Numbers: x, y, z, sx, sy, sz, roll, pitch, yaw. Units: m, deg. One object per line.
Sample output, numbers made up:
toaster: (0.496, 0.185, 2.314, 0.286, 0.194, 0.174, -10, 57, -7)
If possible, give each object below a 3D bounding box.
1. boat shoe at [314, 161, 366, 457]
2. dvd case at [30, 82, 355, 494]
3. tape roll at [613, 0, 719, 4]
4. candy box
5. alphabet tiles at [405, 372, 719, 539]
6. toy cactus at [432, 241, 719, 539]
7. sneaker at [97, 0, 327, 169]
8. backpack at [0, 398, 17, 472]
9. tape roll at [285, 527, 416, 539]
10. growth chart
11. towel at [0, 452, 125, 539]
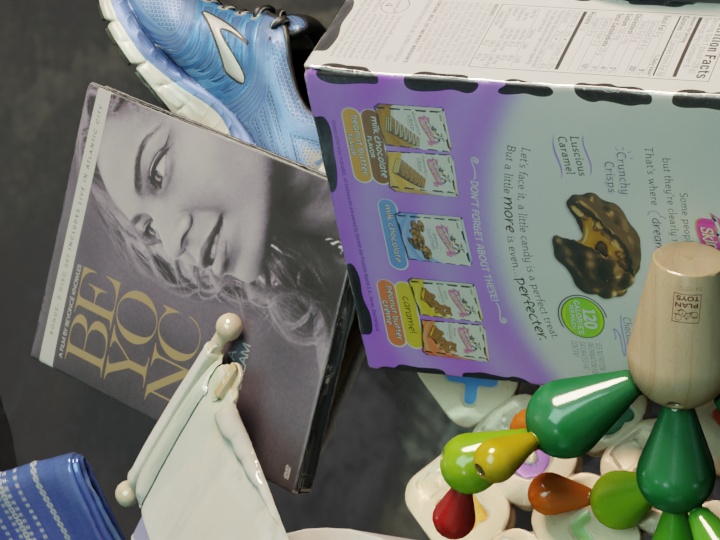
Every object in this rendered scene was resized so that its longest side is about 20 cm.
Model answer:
boat shoe: (-0.001, 0.001, 1.264, 0.065, 0.074, 0.202, 38, 104, 25)
dvd case: (-0.082, 0.005, 1.271, 0.200, 0.016, 0.149, 24, 105, 39)
tape roll: (0.159, -0.206, 1.137, 0.202, 0.139, 0.203, -12, 73, 46)
candy box: (0.092, -0.032, 1.123, 0.199, 0.168, 0.072, 6, 40, 21)
alphabet tiles: (0.121, 0.076, 1.177, 0.200, 0.015, 0.196, -39, 62, 2)
toy cactus: (0.128, 0.071, 1.087, 0.199, 0.102, 0.165, 11, 120, 18)
sneaker: (-0.060, -0.107, 1.325, 0.089, 0.079, 0.200, -42, 70, 9)
backpack: (-0.293, 0.086, 1.393, 0.199, 0.154, 0.164, -23, 74, 5)
tape roll: (-0.004, 0.225, 1.218, 0.202, 0.071, 0.203, -7, 76, 30)
growth chart: (-0.071, 0.138, 1.207, 0.145, 0.018, 0.200, -54, 41, 33)
towel: (-0.195, 0.182, 1.322, 0.200, 0.024, 0.145, -19, 104, 22)
